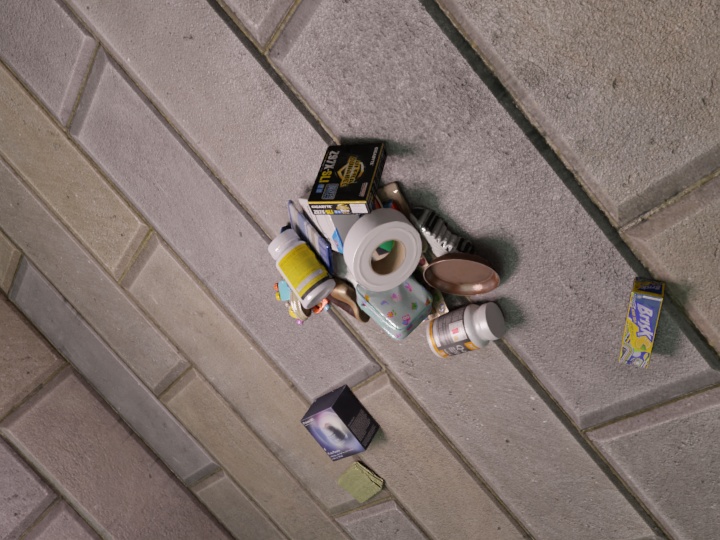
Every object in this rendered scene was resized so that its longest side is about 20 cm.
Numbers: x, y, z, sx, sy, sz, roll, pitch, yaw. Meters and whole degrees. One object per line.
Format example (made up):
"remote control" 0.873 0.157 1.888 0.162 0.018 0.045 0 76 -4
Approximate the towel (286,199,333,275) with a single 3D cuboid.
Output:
"towel" -0.139 -0.093 1.693 0.201 0.023 0.149 48 161 27

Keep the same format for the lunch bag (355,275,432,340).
"lunch bag" 0.085 0.077 1.634 0.199 0.160 0.078 41 163 24

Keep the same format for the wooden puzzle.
"wooden puzzle" 0.069 -0.117 1.632 0.181 0.037 0.204 -16 111 40

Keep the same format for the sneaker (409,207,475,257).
"sneaker" 0.198 -0.079 1.554 0.199 0.075 0.081 41 143 2

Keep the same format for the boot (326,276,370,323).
"boot" -0.063 0.077 1.819 0.163 0.074 0.201 16 157 37

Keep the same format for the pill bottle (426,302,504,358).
"pill bottle" 0.282 0.159 1.630 0.197 0.117 0.118 -23 108 41

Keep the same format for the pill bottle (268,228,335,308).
"pill bottle" -0.167 -0.007 1.692 0.202 0.113 0.115 53 135 11

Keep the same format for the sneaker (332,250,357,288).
"sneaker" 0.000 0.000 1.728 0.196 0.075 0.102 29 119 12

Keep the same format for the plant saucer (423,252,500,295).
"plant saucer" 0.258 0.007 1.544 0.193 0.036 0.202 8 153 4

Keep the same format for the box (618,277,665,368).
"box" 0.649 0.122 1.399 0.068 0.064 0.206 11 126 25

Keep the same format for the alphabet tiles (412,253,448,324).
"alphabet tiles" 0.143 0.070 1.694 0.198 0.007 0.172 -30 81 43

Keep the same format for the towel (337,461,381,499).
"towel" -0.002 0.815 2.331 0.147 0.037 0.202 38 133 4

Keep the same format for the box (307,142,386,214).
"box" -0.030 -0.226 1.492 0.154 0.205 0.050 0 142 22

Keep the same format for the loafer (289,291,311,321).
"loafer" -0.174 0.051 1.850 0.066 0.075 0.208 -5 94 28

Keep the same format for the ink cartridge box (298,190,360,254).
"ink cartridge box" -0.074 -0.138 1.616 0.199 0.083 0.150 20 137 62

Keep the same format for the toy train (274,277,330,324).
"toy train" -0.182 0.078 1.927 0.199 0.055 0.152 42 109 13

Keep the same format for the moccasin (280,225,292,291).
"moccasin" -0.190 -0.037 1.798 0.066 0.080 0.207 -16 78 19

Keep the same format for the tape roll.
"tape roll" 0.056 -0.050 1.537 0.071 0.196 0.208 -127 29 -48

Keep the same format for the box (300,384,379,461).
"box" -0.075 0.540 2.129 0.200 0.123 0.198 51 133 -7

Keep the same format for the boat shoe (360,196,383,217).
"boat shoe" -0.017 -0.214 1.581 0.203 0.062 0.071 55 132 10
